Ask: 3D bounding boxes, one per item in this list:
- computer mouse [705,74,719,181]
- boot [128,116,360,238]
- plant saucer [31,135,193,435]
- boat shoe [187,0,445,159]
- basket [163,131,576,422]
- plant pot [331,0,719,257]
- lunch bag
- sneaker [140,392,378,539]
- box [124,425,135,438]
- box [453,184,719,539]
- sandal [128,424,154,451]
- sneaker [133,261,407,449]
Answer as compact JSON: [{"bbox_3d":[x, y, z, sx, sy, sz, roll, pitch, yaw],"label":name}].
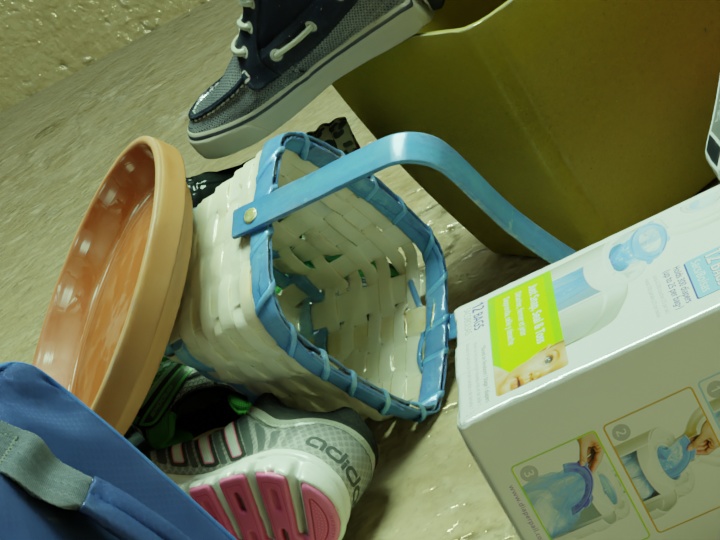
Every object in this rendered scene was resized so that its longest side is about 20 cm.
[{"bbox_3d":[0.199,-0.064,0.740,0.044,0.202,0.110,8,11,-8],"label":"computer mouse"},{"bbox_3d":[-0.055,-0.014,1.002,0.153,0.204,0.074,-21,60,1],"label":"boot"},{"bbox_3d":[-0.138,0.026,0.843,0.201,0.032,0.201,-51,28,41],"label":"plant saucer"},{"bbox_3d":[-0.048,-0.147,0.886,0.199,0.093,0.075,-31,27,29],"label":"boat shoe"},{"bbox_3d":[0.000,0.000,0.824,0.199,0.176,0.140,-15,56,32],"label":"basket"},{"bbox_3d":[0.123,-0.115,0.948,0.200,0.177,0.200,-37,19,-22],"label":"plant pot"},{"bbox_3d":[-0.122,0.147,0.624,0.132,0.200,0.136,-41,14,27],"label":"lunch bag"},{"bbox_3d":[-0.067,0.113,0.817,0.199,0.074,0.087,-14,18,41],"label":"sneaker"},{"bbox_3d":[-0.241,0.148,0.976,0.137,0.038,0.200,-44,12,-37],"label":"box"},{"bbox_3d":[0.149,0.037,0.631,0.199,0.102,0.113,-26,19,13],"label":"box"},{"bbox_3d":[-0.151,0.077,1.065,0.075,0.048,0.201,-22,19,21],"label":"sandal"},{"bbox_3d":[-0.052,0.057,0.962,0.199,0.078,0.085,-24,54,-4],"label":"sneaker"}]
